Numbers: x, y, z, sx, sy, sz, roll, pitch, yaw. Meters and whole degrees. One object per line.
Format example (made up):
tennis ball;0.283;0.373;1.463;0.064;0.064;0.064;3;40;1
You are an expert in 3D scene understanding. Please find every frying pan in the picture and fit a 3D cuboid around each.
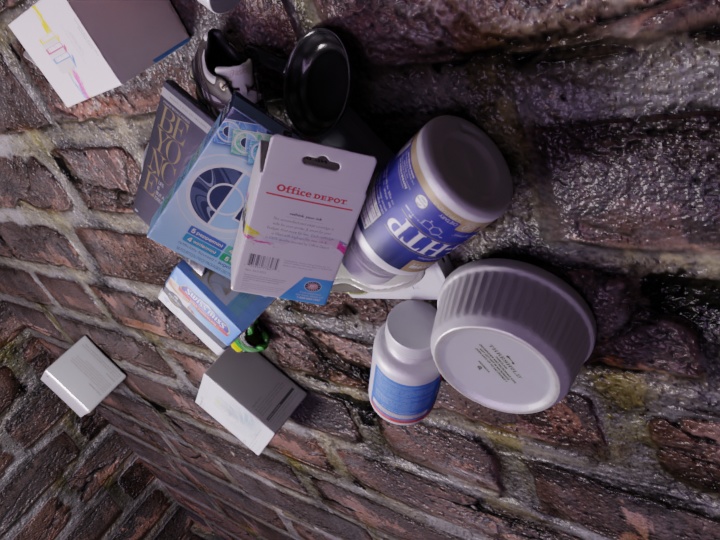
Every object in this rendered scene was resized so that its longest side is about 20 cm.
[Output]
frying pan;-0.072;-0.212;0.731;0.189;0.031;0.117;10;101;46

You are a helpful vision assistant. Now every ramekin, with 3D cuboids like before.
ramekin;0.177;0.089;0.776;0.200;0.095;0.204;20;141;17

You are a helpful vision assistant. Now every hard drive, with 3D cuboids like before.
hard drive;0.034;-0.016;0.881;0.198;0.026;0.133;0;128;45

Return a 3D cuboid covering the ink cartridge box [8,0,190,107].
ink cartridge box;-0.350;-0.314;0.838;0.198;0.129;0.126;1;130;45

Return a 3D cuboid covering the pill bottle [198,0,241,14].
pill bottle;-0.203;-0.363;0.651;0.199;0.112;0.112;39;146;2

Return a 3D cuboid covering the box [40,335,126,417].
box;-0.939;0.362;2.139;0.199;0.172;0.199;47;146;-10

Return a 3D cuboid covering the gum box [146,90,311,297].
gum box;-0.127;-0.079;0.745;0.169;0.045;0.200;30;119;-26

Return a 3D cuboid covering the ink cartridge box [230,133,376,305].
ink cartridge box;-0.067;-0.064;0.690;0.114;0.068;0.201;10;127;-17

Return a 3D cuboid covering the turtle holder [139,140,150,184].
turtle holder;-0.241;-0.150;0.909;0.141;0.132;0.185;51;145;-14

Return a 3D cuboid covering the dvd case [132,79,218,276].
dvd case;-0.221;-0.113;0.805;0.148;0.016;0.201;40;124;17

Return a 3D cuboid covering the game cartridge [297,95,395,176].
game cartridge;-0.041;-0.116;0.813;0.133;0.041;0.200;43;140;-1

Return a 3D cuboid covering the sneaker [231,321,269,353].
sneaker;-0.246;0.084;1.241;0.084;0.079;0.201;-5;134;39

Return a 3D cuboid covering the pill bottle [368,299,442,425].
pill bottle;0.071;0.137;0.938;0.111;0.112;0.201;28;146;18

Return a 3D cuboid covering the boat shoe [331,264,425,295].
boat shoe;0.000;-0.003;0.851;0.199;0.073;0.060;-1;174;28

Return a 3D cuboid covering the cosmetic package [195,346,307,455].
cosmetic package;-0.251;0.285;1.418;0.199;0.123;0.200;40;146;4

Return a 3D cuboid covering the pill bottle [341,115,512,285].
pill bottle;0.059;-0.065;0.698;0.120;0.120;0.200;44;139;-6

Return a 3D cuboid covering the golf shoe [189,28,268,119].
golf shoe;-0.147;-0.197;0.766;0.201;0.077;0.095;56;155;7

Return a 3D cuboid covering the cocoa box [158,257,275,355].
cocoa box;-0.179;0.000;0.954;0.133;0.200;0.131;45;145;-6
